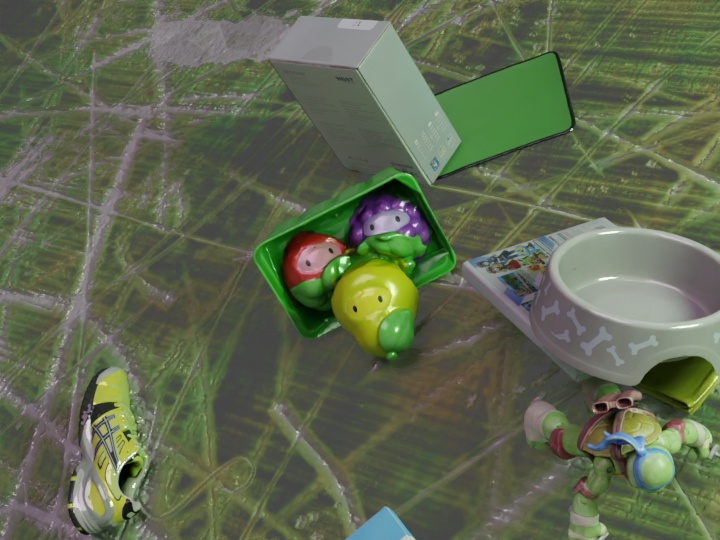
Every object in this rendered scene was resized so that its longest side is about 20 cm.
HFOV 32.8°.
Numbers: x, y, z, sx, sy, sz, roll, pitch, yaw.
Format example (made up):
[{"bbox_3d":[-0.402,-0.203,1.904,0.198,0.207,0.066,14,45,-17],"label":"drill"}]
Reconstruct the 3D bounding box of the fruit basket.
[{"bbox_3d":[0.000,0.000,1.350,0.215,0.156,0.216,-24,25,12],"label":"fruit basket"}]

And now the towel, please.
[{"bbox_3d":[0.268,0.067,1.206,0.086,0.018,0.200,-47,44,-14],"label":"towel"}]

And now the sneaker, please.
[{"bbox_3d":[-0.274,0.200,1.382,0.076,0.075,0.201,-10,57,13],"label":"sneaker"}]

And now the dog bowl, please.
[{"bbox_3d":[0.257,0.026,1.124,0.199,0.059,0.200,1,30,-1],"label":"dog bowl"}]

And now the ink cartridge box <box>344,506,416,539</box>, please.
[{"bbox_3d":[0.046,0.327,1.017,0.125,0.129,0.200,-37,42,-4],"label":"ink cartridge box"}]

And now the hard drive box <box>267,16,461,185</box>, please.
[{"bbox_3d":[0.007,-0.204,1.475,0.156,0.200,0.077,15,63,42],"label":"hard drive box"}]

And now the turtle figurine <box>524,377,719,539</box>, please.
[{"bbox_3d":[0.236,0.180,1.080,0.144,0.200,0.194,-57,22,6],"label":"turtle figurine"}]

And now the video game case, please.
[{"bbox_3d":[0.229,0.023,1.213,0.182,0.022,0.200,-17,38,-23],"label":"video game case"}]

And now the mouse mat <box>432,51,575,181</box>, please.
[{"bbox_3d":[0.162,-0.193,1.520,0.199,0.008,0.161,-19,44,17],"label":"mouse mat"}]
